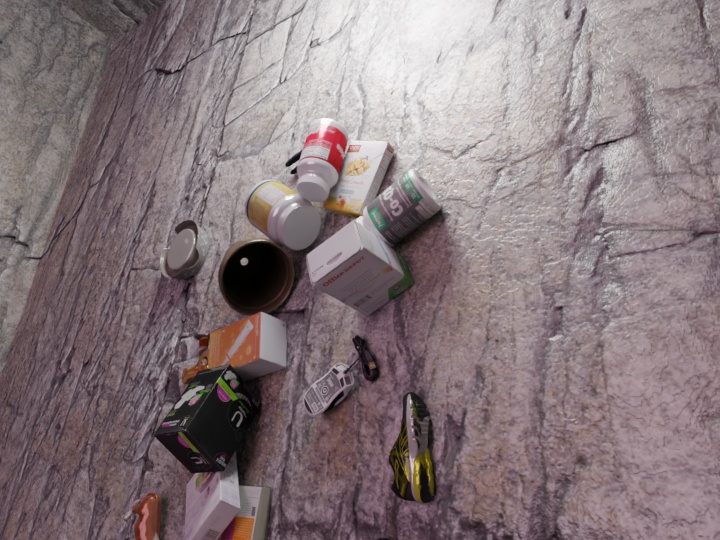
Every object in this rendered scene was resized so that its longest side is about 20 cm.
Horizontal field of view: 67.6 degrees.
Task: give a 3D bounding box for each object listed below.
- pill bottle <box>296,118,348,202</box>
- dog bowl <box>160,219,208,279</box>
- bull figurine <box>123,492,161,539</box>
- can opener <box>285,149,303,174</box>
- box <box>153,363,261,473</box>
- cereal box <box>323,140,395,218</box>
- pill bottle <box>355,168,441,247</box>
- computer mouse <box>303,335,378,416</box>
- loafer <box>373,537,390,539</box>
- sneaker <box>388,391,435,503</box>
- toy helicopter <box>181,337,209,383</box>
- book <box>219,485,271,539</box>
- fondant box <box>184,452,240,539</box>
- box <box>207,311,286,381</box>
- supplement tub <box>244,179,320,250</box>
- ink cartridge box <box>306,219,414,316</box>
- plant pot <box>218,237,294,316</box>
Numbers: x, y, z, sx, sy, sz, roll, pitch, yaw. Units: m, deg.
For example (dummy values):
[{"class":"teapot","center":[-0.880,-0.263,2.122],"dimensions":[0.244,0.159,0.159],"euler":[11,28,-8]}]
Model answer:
[{"class":"pill bottle","center":[-0.103,-0.287,1.409],"dimensions":[0.111,0.112,0.203],"euler":[-8,57,36]},{"class":"dog bowl","center":[-0.579,-0.063,1.780],"dimensions":[0.197,0.058,0.204],"euler":[-17,60,32]},{"class":"bull figurine","center":[-0.566,0.693,1.408],"dimensions":[0.120,0.065,0.204],"euler":[-17,59,29]},{"class":"can opener","center":[-0.138,-0.343,1.557],"dimensions":[0.199,0.079,0.064],"euler":[-37,89,24]},{"class":"box","center":[-0.359,0.355,1.289],"dimensions":[0.123,0.150,0.201],"euler":[-16,29,33]},{"class":"cereal box","center":[-0.005,-0.240,1.399],"dimensions":[0.142,0.039,0.203],"euler":[14,80,45]},{"class":"pill bottle","center":[0.077,-0.127,1.229],"dimensions":[0.199,0.113,0.114],"euler":[-38,50,19]},{"class":"computer mouse","center":[-0.047,0.249,1.205],"dimensions":[0.200,0.044,0.110],"euler":[-43,53,8]},{"class":"loafer","center":[0.083,0.530,0.942],"dimensions":[0.197,0.072,0.074],"euler":[-1,68,39]},{"class":"sneaker","center":[0.088,0.336,1.028],"dimensions":[0.084,0.074,0.204],"euler":[-19,59,32]},{"class":"toy helicopter","center":[-0.455,0.271,1.514],"dimensions":[0.199,0.078,0.135],"euler":[-26,61,43]},{"class":"book","center":[-0.272,0.600,1.224],"dimensions":[0.132,0.048,0.204],"euler":[-14,61,38]},{"class":"fondant box","center":[-0.349,0.530,1.265],"dimensions":[0.145,0.058,0.200],"euler":[-52,26,7]},{"class":"box","center":[-0.293,0.205,1.390],"dimensions":[0.198,0.097,0.127],"euler":[-23,57,30]},{"class":"supplement tub","center":[-0.210,-0.150,1.457],"dimensions":[0.199,0.144,0.146],"euler":[34,92,43]},{"class":"ink cartridge box","center":[0.000,0.000,1.172],"dimensions":[0.144,0.199,0.089],"euler":[-35,51,21]},{"class":"plant pot","center":[-0.295,-0.004,1.446],"dimensions":[0.202,0.199,0.173],"euler":[-57,31,2]}]
